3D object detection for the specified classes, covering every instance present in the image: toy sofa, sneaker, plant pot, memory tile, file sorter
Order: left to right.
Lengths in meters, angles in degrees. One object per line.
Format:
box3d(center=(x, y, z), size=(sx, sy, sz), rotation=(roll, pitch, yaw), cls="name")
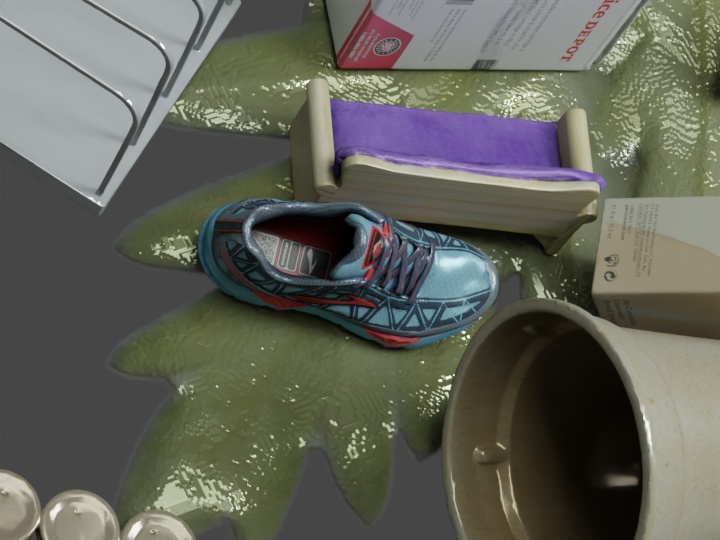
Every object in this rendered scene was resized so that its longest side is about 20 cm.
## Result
box3d(center=(-0.177, 0.220, 1.564), size=(0.153, 0.017, 0.201), rotation=(15, 59, -14), cls="memory tile")
box3d(center=(-0.164, -0.170, 1.715), size=(0.138, 0.125, 0.200), rotation=(32, 56, -3), cls="file sorter")
box3d(center=(0.000, 0.000, 1.701), size=(0.199, 0.095, 0.080), rotation=(8, 79, -15), cls="sneaker")
box3d(center=(0.058, -0.075, 1.771), size=(0.199, 0.098, 0.083), rotation=(5, 62, -19), cls="toy sofa")
box3d(center=(0.183, 0.115, 1.669), size=(0.183, 0.200, 0.201), rotation=(-2, 64, -35), cls="plant pot")

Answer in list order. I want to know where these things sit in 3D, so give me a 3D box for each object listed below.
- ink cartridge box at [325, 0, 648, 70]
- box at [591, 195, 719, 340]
box3d(center=(0.091, -0.206, 1.825), size=(0.199, 0.146, 0.085), rotation=(0, 62, -22), cls="ink cartridge box")
box3d(center=(0.260, 0.006, 1.754), size=(0.199, 0.095, 0.078), rotation=(-1, 57, 20), cls="box")
